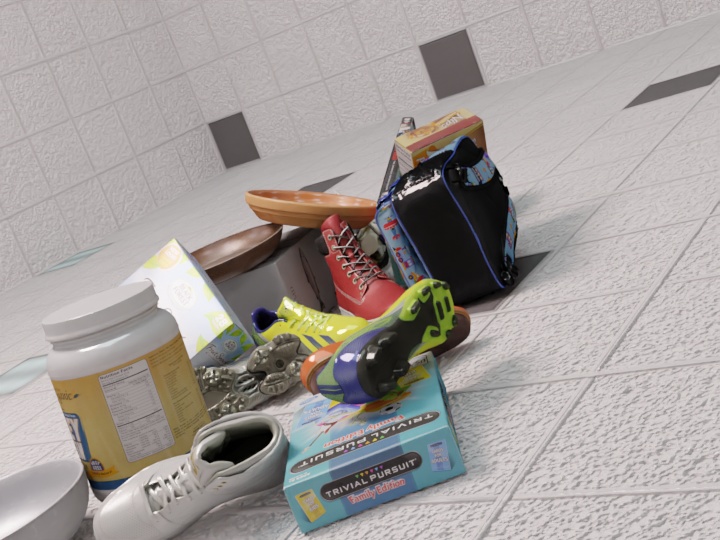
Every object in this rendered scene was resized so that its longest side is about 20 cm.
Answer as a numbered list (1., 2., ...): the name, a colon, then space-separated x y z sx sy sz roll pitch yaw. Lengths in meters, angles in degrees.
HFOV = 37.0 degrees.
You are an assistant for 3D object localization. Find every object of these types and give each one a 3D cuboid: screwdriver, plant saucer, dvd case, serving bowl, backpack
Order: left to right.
1. serving bowl: -0.358 0.269 1.076 0.197 0.067 0.200 -21 12 5
2. plant saucer: -0.193 -0.013 1.491 0.198 0.032 0.200 -22 12 5
3. plant saucer: -0.068 -0.087 1.536 0.197 0.038 0.200 5 9 -1
4. screwdriver: 0.021 -0.064 1.596 0.028 0.200 0.029 -23 -32 -31
5. dvd case: 0.063 -0.100 1.527 0.022 0.147 0.201 -2 41 16
6. backpack: 0.121 -0.069 1.369 0.133 0.184 0.200 -23 17 24

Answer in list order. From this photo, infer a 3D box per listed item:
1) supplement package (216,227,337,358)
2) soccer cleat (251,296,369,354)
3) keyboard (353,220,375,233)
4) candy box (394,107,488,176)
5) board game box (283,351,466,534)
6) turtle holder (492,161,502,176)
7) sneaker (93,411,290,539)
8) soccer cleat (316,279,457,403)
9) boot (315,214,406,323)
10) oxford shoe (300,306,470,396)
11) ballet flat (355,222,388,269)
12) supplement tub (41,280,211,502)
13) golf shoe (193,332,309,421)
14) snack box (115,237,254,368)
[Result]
1. supplement package: -0.113 0.023 1.544 0.116 0.118 0.200 -16 14 23
2. soccer cleat: -0.069 0.072 1.345 0.199 0.085 0.064 -8 18 46
3. keyboard: 0.035 -0.070 1.720 0.198 0.011 0.056 -2 -11 -37
4. candy box: 0.123 -0.108 1.488 0.114 0.202 0.055 -26 35 -17
5. board game box: 0.011 0.149 0.984 0.149 0.047 0.200 -22 13 4
6. turtle holder: 0.163 -0.139 1.702 0.139 0.133 0.185 -15 15 30
7. sneaker: -0.157 0.184 0.967 0.198 0.074 0.116 -24 -23 -10
8. soccer cleat: 0.027 0.063 1.024 0.083 0.065 0.200 -14 15 35
9. boot: 0.000 0.000 1.388 0.072 0.146 0.200 -25 14 -18
10. oxford shoe: 0.039 0.100 1.142 0.198 0.072 0.073 -23 41 -15
11. ballet flat: 0.016 -0.030 1.644 0.067 0.069 0.200 23 22 -2
12. supplement tub: -0.245 0.127 1.137 0.143 0.203 0.145 -17 10 3
13. golf shoe: -0.150 0.143 1.279 0.197 0.079 0.097 -21 -8 -6
14. snack box: -0.255 0.087 1.327 0.199 0.068 0.169 -40 55 -2
